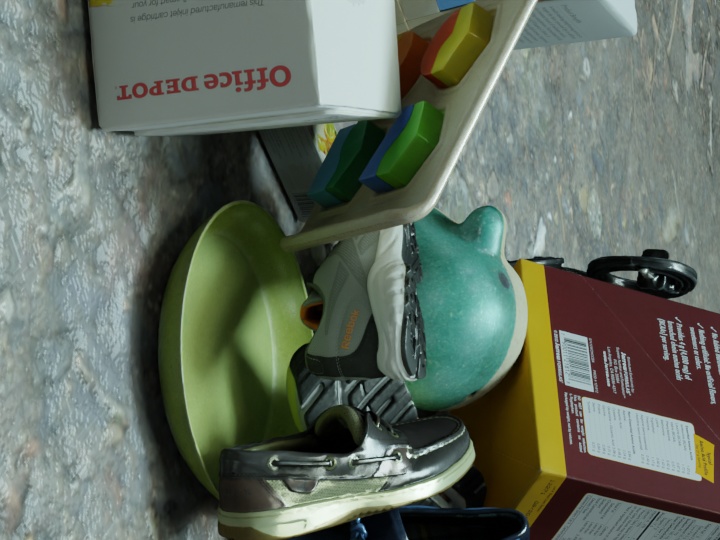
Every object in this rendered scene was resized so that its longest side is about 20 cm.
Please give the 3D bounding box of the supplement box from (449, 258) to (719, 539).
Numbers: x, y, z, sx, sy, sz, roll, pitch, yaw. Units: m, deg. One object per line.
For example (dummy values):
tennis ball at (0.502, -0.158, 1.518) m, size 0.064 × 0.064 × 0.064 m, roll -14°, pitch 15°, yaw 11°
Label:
supplement box at (0.183, 0.126, 1.538) m, size 0.198 × 0.199 × 0.133 m, roll -92°, pitch -157°, yaw -43°

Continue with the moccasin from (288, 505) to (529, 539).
moccasin at (0.015, 0.174, 1.386) m, size 0.068 × 0.199 × 0.081 m, roll 111°, pitch -35°, yaw -46°

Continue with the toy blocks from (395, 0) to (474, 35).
toy blocks at (0.024, -0.190, 1.491) m, size 0.200 × 0.136 × 0.100 m, roll 66°, pitch 14°, yaw -48°

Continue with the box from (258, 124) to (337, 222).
box at (-0.052, -0.118, 1.446) m, size 0.039 × 0.041 × 0.201 m, roll -73°, pitch 149°, yaw -43°

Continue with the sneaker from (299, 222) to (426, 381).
sneaker at (0.000, 0.000, 1.379) m, size 0.201 × 0.079 × 0.074 m, roll -87°, pitch 165°, yaw -56°

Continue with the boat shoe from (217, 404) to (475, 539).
boat shoe at (-0.005, 0.116, 1.331) m, size 0.199 × 0.073 × 0.065 m, roll -17°, pitch 108°, yaw -42°

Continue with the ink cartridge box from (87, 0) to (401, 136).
ink cartridge box at (-0.070, -0.185, 1.275) m, size 0.145 × 0.146 × 0.201 m, roll -5°, pitch 91°, yaw -68°

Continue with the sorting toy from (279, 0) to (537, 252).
sorting toy at (0.031, -0.103, 1.353) m, size 0.036 × 0.185 × 0.201 m, roll 38°, pitch 70°, yaw -17°

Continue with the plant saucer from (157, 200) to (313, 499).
plant saucer at (-0.082, 0.056, 1.358) m, size 0.200 × 0.031 × 0.201 m, roll -3°, pitch 90°, yaw -68°

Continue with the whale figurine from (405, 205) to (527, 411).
whale figurine at (0.031, 0.001, 1.493) m, size 0.104 × 0.159 × 0.201 m, roll 12°, pitch 49°, yaw -55°

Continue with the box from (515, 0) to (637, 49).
box at (0.104, -0.257, 1.641) m, size 0.106 × 0.199 × 0.153 m, roll 26°, pitch 61°, yaw -64°

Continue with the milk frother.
milk frother at (0.164, 0.081, 1.705) m, size 0.180 × 0.199 × 0.189 m, roll -6°, pitch 92°, yaw -46°

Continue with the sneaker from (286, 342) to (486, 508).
sneaker at (0.001, 0.111, 1.441) m, size 0.078 × 0.090 × 0.200 m, roll -47°, pitch 130°, yaw -9°
